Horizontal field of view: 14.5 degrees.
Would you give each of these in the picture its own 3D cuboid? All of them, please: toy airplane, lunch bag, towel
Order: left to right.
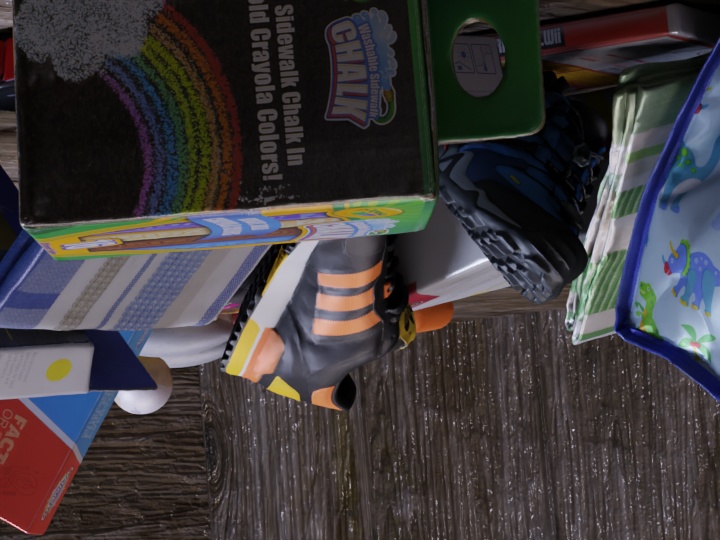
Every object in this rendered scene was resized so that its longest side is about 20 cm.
[{"bbox_3d":[-0.096,-0.029,1.414,0.147,0.024,0.200,-53,155,19],"label":"towel"},{"bbox_3d":[-0.123,0.038,1.979,0.199,0.141,0.200,16,172,44],"label":"toy airplane"},{"bbox_3d":[0.187,-0.047,1.499,0.152,0.023,0.200,-15,142,-20],"label":"towel"},{"bbox_3d":[0.241,-0.042,1.427,0.170,0.200,0.127,-2,-159,-35],"label":"lunch bag"}]

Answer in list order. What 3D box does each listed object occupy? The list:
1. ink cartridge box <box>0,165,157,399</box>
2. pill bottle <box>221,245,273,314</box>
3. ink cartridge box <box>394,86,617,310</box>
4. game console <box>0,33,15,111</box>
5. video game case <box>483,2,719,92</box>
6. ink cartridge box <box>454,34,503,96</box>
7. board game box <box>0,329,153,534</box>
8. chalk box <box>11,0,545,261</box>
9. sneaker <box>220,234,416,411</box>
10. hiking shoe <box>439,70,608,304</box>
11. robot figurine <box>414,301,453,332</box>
[{"bbox_3d":[-0.223,-0.011,1.459,0.200,0.198,0.047,-4,132,-39],"label":"ink cartridge box"},{"bbox_3d":[-0.102,-0.036,1.588,0.116,0.116,0.200,-6,176,14],"label":"pill bottle"},{"bbox_3d":[0.086,-0.040,1.618,0.200,0.083,0.145,-13,170,-44],"label":"ink cartridge box"},{"bbox_3d":[-0.074,-0.098,1.371,0.177,0.031,0.200,-7,176,25],"label":"game console"},{"bbox_3d":[0.101,-0.110,1.489,0.200,0.017,0.143,-8,175,28],"label":"video game case"},{"bbox_3d":[-0.030,-0.079,1.318,0.094,0.044,0.200,-19,169,41],"label":"ink cartridge box"},{"bbox_3d":[-0.237,0.040,1.651,0.200,0.153,0.040,28,180,10],"label":"board game box"},{"bbox_3d":[-0.031,-0.076,1.099,0.200,0.125,0.124,-3,175,-2],"label":"chalk box"},{"bbox_3d":[0.000,0.000,1.525,0.090,0.070,0.200,26,133,-9],"label":"sneaker"},{"bbox_3d":[0.082,-0.052,1.387,0.087,0.074,0.200,-38,-157,4],"label":"hiking shoe"},{"bbox_3d":[-0.010,-0.021,1.764,0.117,0.144,0.200,-17,180,37],"label":"robot figurine"}]
